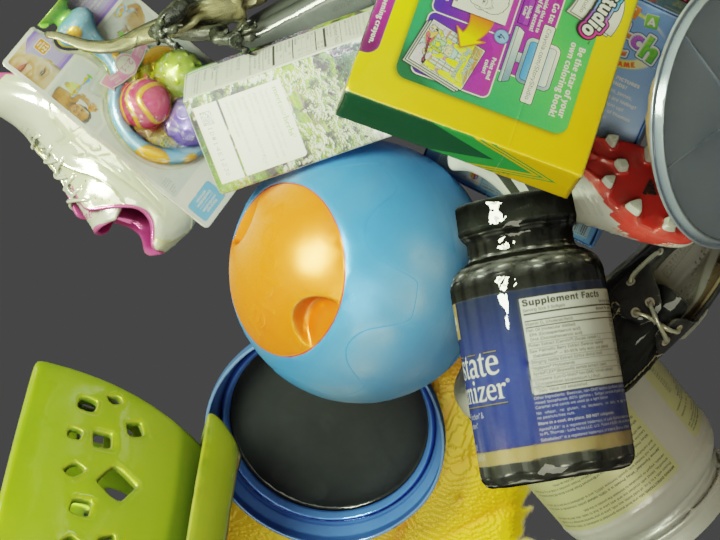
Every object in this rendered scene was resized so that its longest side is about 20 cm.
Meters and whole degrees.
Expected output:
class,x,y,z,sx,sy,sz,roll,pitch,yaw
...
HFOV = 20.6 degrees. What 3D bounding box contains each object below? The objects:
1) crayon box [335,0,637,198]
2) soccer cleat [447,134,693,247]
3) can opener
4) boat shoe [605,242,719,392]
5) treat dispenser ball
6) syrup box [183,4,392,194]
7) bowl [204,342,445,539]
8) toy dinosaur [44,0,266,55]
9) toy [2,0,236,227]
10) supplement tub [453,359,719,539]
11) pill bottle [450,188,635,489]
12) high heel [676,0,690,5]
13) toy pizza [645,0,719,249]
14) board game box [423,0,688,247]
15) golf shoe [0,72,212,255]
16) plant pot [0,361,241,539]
class,x,y,z,sx,sy,sz,roll,pitch,yaw
crayon box,0.097,-0.174,1.372,0.172,0.058,0.200,20,73,-3
soccer cleat,0.156,-0.066,1.464,0.200,0.069,0.085,24,150,-3
can opener,0.009,-0.202,1.501,0.200,0.053,0.067,-26,113,18
boat shoe,0.224,0.024,1.481,0.074,0.200,0.060,53,152,-17
treat dispenser ball,0.000,0.000,1.503,0.200,0.201,0.201,2,112,5
syrup box,-0.024,-0.134,1.457,0.200,0.081,0.079,-19,111,4
bowl,-0.028,0.132,1.645,0.200,0.039,0.201,2,112,6
toy dinosaur,-0.128,-0.184,1.473,0.200,0.088,0.048,-18,115,-16
toy,-0.159,-0.141,1.514,0.200,0.047,0.115,38,68,-6
supplement tub,0.186,0.123,1.562,0.145,0.145,0.200,-36,104,18
pill bottle,0.124,0.048,1.399,0.112,0.112,0.201,-10,84,10
high heel,0.274,-0.143,1.485,0.096,0.067,0.200,-28,104,25
toy pizza,0.265,-0.116,1.439,0.032,0.200,0.201,12,119,44
board game box,0.147,-0.136,1.490,0.151,0.037,0.200,27,122,10
golf shoe,-0.213,-0.085,1.546,0.200,0.075,0.092,27,74,-4
plant pot,-0.202,0.218,1.593,0.181,0.200,0.199,11,139,-6
